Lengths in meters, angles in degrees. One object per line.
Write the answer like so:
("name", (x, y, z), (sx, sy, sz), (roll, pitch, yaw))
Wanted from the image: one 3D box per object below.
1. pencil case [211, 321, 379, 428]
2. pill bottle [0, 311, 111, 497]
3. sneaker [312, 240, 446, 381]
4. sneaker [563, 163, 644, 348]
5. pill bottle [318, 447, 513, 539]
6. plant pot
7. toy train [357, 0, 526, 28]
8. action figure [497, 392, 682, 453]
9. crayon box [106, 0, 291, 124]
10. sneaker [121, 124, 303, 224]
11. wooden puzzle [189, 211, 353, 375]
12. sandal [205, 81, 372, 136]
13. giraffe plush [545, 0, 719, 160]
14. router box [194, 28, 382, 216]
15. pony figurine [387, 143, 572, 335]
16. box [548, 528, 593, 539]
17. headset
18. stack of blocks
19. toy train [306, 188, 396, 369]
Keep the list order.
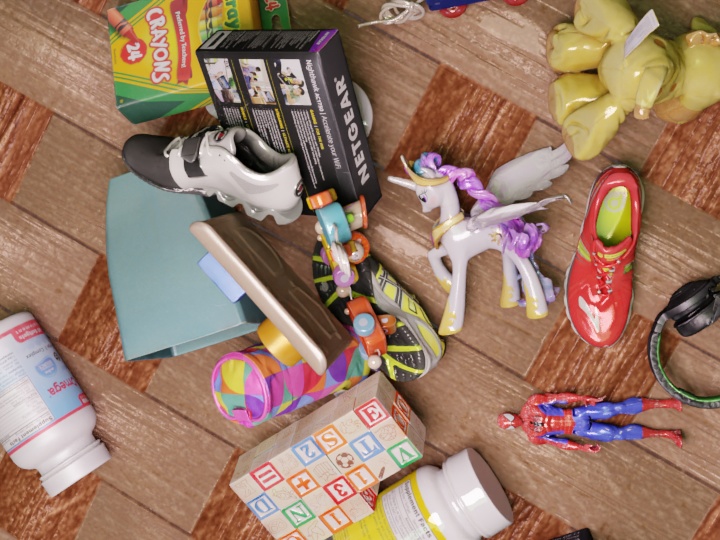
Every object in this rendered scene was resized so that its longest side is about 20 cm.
("pencil case", (-0.068, 0.111, 1.229), (0.088, 0.200, 0.089), (7, 101, 37))
("pill bottle", (-0.378, 0.157, 1.328), (0.109, 0.109, 0.200), (-34, 90, 11))
("sneaker", (0.018, 0.036, 1.273), (0.075, 0.076, 0.200), (-43, 72, 32))
("sneaker", (0.259, -0.014, 1.216), (0.077, 0.085, 0.201), (5, 97, 9))
("pill bottle", (0.062, 0.288, 1.266), (0.200, 0.114, 0.114), (-33, 90, 11))
("plant pot", (-0.197, -0.017, 1.268), (0.141, 0.141, 0.201), (-17, 84, 11))
("toy train", (0.086, -0.334, 1.219), (0.199, 0.085, 0.116), (-9, 84, 10))
("action figure", (0.251, 0.165, 1.258), (0.199, 0.052, 0.066), (-1, 101, 12))
("crayon box", (-0.175, -0.249, 1.262), (0.199, 0.051, 0.127), (-14, 71, 10))
("sneaker", (-0.150, -0.120, 1.175), (0.199, 0.074, 0.089), (16, 137, 7))
("wooden puzzle", (-0.092, 0.025, 1.141), (0.046, 0.200, 0.185), (-42, 89, 7))
("sandal", (-0.073, -0.179, 1.272), (0.206, 0.059, 0.079), (14, 81, 24))
("giraffe plush", (0.306, -0.206, 1.168), (0.162, 0.200, 0.173), (-1, 82, -24))
("router box", (-0.072, -0.150, 1.187), (0.149, 0.051, 0.200), (7, 131, 29))
("pony figurine", (0.141, -0.045, 1.214), (0.192, 0.167, 0.201), (-11, 109, 18))
("box", (0.173, 0.386, 1.216), (0.199, 0.197, 0.124), (-21, 92, 10))
("headset", (0.382, 0.049, 1.198), (0.123, 0.094, 0.201), (24, 94, 6))
("stack of blocks", (-0.027, 0.212, 1.242), (0.200, 0.059, 0.115), (-33, 106, 19))
("toy train", (0.000, 0.000, 1.168), (0.055, 0.200, 0.150), (-21, 55, -6))
